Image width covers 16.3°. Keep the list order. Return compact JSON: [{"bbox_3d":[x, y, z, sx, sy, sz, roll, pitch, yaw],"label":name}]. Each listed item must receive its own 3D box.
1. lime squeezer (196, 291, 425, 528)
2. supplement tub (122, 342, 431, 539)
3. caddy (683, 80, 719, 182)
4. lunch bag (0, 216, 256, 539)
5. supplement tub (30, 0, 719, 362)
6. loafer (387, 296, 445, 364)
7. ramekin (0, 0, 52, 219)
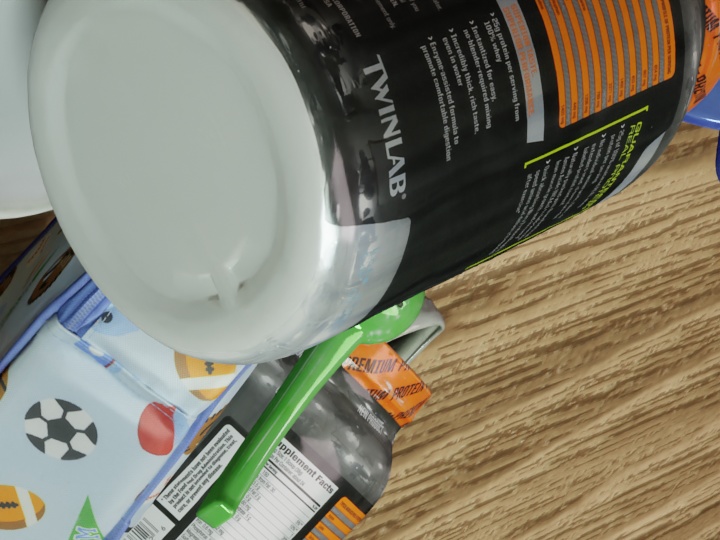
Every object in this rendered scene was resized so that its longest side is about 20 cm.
[{"bbox_3d":[0.000,0.000,0.842,0.071,0.038,0.200,-54,-168,42],"label":"lime squeezer"},{"bbox_3d":[-0.073,0.089,0.994,0.200,0.122,0.123,-47,154,-4],"label":"supplement tub"},{"bbox_3d":[0.166,-0.127,1.074,0.105,0.141,0.200,96,17,-56],"label":"caddy"},{"bbox_3d":[-0.093,0.026,0.856,0.200,0.076,0.160,-43,-163,33],"label":"lunch bag"},{"bbox_3d":[0.014,-0.060,0.728,0.200,0.122,0.123,-25,143,-43],"label":"supplement tub"},{"bbox_3d":[-0.046,0.072,1.085,0.200,0.070,0.070,-48,154,-7],"label":"loafer"},{"bbox_3d":[-0.103,-0.105,0.744,0.202,0.094,0.203,-38,150,-26],"label":"ramekin"}]
